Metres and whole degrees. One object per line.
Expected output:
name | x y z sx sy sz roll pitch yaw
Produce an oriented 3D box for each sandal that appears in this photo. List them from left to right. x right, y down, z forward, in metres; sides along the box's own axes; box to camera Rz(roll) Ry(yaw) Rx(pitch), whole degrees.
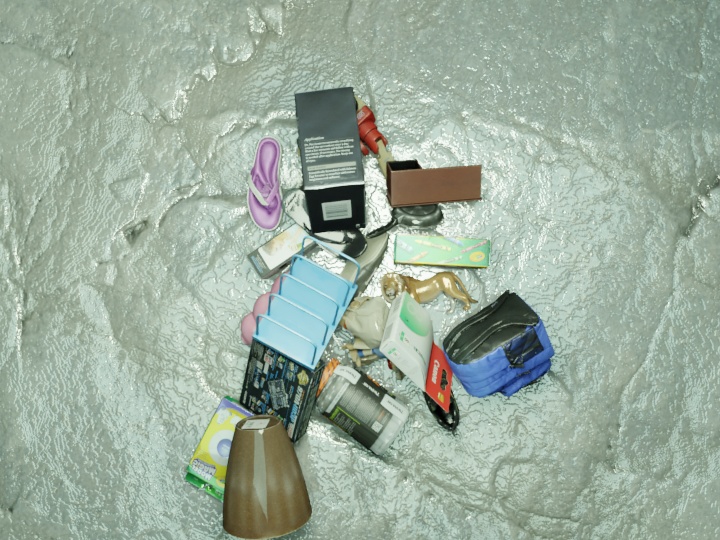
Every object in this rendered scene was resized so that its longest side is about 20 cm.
sandal | -0.208 -0.189 1.686 0.081 0.050 0.207 0 88 2
sandal | -0.077 -0.087 1.568 0.198 0.043 0.077 33 90 0

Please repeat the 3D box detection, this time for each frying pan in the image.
frying pan | 0.085 -0.118 1.637 0.186 0.116 0.031 -8 125 -15

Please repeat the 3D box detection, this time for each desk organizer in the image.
desk organizer | 0.153 -0.188 1.638 0.196 0.072 0.078 -5 116 -5

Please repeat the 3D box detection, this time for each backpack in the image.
backpack | 0.281 0.172 1.601 0.197 0.163 0.170 -28 110 -2

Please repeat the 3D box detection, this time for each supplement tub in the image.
supplement tub | -0.005 0.279 1.628 0.199 0.123 0.123 36 90 2

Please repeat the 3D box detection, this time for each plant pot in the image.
plant pot | -0.198 0.404 1.580 0.183 0.187 0.204 -5 99 2

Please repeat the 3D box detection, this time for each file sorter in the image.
file sorter | -0.100 0.058 1.507 0.137 0.123 0.202 27 63 4

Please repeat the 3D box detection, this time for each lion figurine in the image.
lion figurine | 0.144 0.044 1.660 0.196 0.072 0.125 -16 90 -5

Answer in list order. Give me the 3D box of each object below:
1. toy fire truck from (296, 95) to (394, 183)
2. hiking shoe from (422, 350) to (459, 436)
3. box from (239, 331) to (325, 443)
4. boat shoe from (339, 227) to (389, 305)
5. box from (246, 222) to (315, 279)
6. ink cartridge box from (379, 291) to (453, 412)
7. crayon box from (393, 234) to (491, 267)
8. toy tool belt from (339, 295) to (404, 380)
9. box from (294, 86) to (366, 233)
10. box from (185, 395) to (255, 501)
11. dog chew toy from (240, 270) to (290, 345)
toy fire truck | -0.011 -0.240 1.658 0.176 0.129 0.200 -43 77 0
hiking shoe | 0.159 0.242 1.625 0.075 0.101 0.203 -28 96 -1
box | -0.164 0.232 1.602 0.157 0.046 0.203 30 125 21
boat shoe | 0.000 0.000 1.677 0.066 0.057 0.201 33 85 38
box | -0.138 -0.060 1.648 0.198 0.117 0.061 -33 90 -1
ink cartridge box | 0.130 0.162 1.568 0.200 0.162 0.050 42 122 -15
crayon box | 0.167 -0.038 1.634 0.195 0.119 0.060 3 88 2
toy tool belt | 0.018 0.144 1.634 0.121 0.202 0.126 -7 43 22
box | -0.055 -0.204 1.482 0.115 0.197 0.204 -6 69 -2
box | -0.289 0.385 1.672 0.116 0.048 0.203 27 91 3
dog chew toy | -0.169 0.090 1.646 0.199 0.124 0.125 -37 87 9
